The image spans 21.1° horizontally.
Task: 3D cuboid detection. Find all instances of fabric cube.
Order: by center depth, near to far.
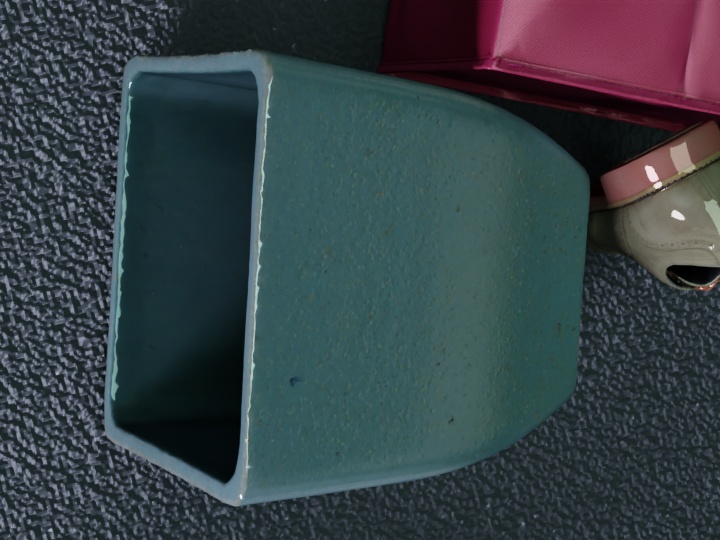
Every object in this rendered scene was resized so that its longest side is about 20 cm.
[{"bbox_3d":[0.139,-0.180,0.967,0.198,0.196,0.202,9,92,-17],"label":"fabric cube"}]

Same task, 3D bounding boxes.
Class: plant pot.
[{"bbox_3d":[0.000,0.000,0.953,0.198,0.195,0.199,2,94,-26],"label":"plant pot"}]

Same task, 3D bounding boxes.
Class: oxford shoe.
[{"bbox_3d":[0.150,-0.019,0.980,0.070,0.200,0.075,-28,86,-3],"label":"oxford shoe"}]
